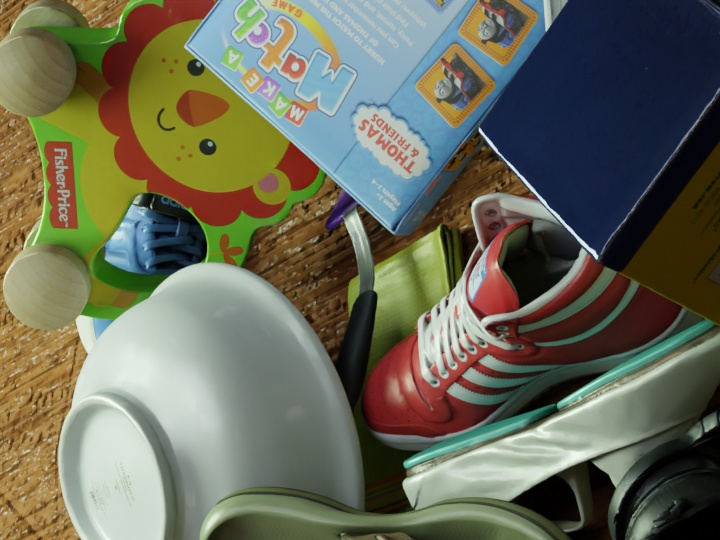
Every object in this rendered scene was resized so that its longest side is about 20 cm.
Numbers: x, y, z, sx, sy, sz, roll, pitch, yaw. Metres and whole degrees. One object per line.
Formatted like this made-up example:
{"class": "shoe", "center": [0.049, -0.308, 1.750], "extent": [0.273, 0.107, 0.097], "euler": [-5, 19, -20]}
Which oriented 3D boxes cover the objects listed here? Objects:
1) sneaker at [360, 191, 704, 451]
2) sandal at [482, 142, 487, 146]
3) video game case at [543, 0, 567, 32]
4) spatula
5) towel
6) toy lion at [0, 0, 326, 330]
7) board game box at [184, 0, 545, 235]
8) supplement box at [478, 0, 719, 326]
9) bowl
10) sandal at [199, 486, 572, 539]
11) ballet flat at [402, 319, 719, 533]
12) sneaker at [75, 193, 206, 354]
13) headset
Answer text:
{"class": "sneaker", "center": [0.057, 0.025, 1.184], "extent": [0.199, 0.112, 0.072], "euler": [-25, 57, 31]}
{"class": "sandal", "center": [0.039, -0.137, 1.345], "extent": [0.075, 0.048, 0.201], "euler": [-25, 56, -5]}
{"class": "video game case", "center": [0.181, -0.181, 1.148], "extent": [0.198, 0.023, 0.183], "euler": [-6, 60, 8]}
{"class": "spatula", "center": [0.000, 0.000, 1.311], "extent": [0.056, 0.020, 0.201], "euler": [-39, 34, 38]}
{"class": "towel", "center": [0.025, 0.078, 1.283], "extent": [0.086, 0.018, 0.201], "euler": [-28, 52, 36]}
{"class": "toy lion", "center": [-0.100, -0.067, 1.335], "extent": [0.069, 0.190, 0.202], "euler": [-73, -16, -66]}
{"class": "board game box", "center": [0.028, -0.143, 1.236], "extent": [0.151, 0.037, 0.200], "euler": [42, 101, 14]}
{"class": "supplement box", "center": [0.168, -0.041, 1.035], "extent": [0.110, 0.199, 0.109], "euler": [-54, 41, 13]}
{"class": "bowl", "center": [-0.095, 0.101, 1.281], "extent": [0.200, 0.090, 0.203], "euler": [16, 112, 46]}
{"class": "sandal", "center": [0.013, 0.151, 1.170], "extent": [0.199, 0.080, 0.057], "euler": [2, 26, 20]}
{"class": "ballet flat", "center": [0.106, 0.085, 1.156], "extent": [0.199, 0.069, 0.070], "euler": [-28, 51, 36]}
{"class": "sneaker", "center": [-0.117, -0.009, 1.439], "extent": [0.112, 0.076, 0.200], "euler": [-62, 31, 19]}
{"class": "headset", "center": [0.137, 0.134, 1.065], "extent": [0.200, 0.093, 0.124], "euler": [-45, 42, 39]}
